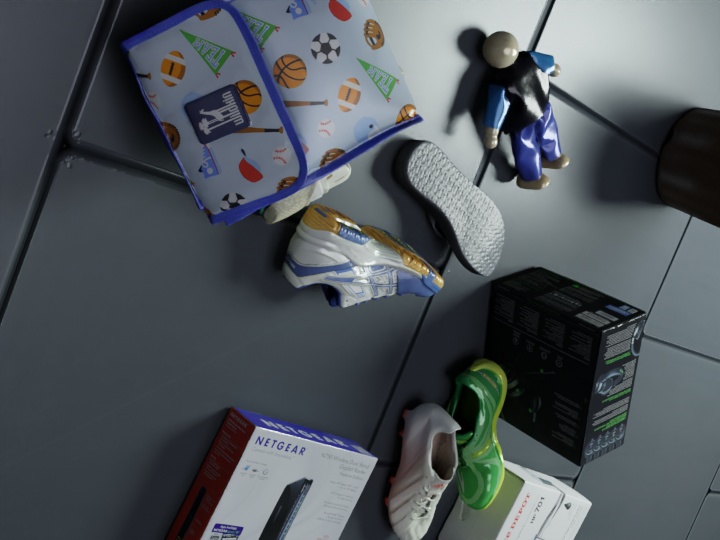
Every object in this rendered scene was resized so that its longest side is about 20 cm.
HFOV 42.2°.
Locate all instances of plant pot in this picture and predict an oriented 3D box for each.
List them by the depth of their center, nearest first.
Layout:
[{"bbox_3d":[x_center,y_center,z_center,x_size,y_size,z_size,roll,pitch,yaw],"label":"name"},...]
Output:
[{"bbox_3d":[0.538,-0.132,1.300,0.200,0.198,0.201,-19,121,-36],"label":"plant pot"}]

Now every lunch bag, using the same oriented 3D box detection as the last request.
[{"bbox_3d":[-0.074,-0.152,0.772,0.200,0.124,0.170,-29,105,-16],"label":"lunch bag"}]

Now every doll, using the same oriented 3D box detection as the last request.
[{"bbox_3d":[0.183,-0.183,1.063,0.136,0.048,0.200,-44,133,-19],"label":"doll"}]

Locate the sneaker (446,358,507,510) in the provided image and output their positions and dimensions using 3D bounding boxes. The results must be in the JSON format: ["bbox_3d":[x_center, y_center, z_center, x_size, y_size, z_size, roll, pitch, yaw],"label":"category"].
[{"bbox_3d":[0.137,0.212,1.191,0.083,0.074,0.201,-12,108,-41],"label":"sneaker"}]

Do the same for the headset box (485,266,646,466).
[{"bbox_3d":[0.249,0.123,1.174,0.093,0.174,0.201,-15,118,-36],"label":"headset box"}]

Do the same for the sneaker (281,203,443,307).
[{"bbox_3d":[0.000,0.000,0.979,0.200,0.075,0.088,22,105,-38],"label":"sneaker"}]

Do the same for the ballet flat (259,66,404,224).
[{"bbox_3d":[-0.023,-0.122,0.885,0.062,0.067,0.200,30,87,-1],"label":"ballet flat"}]

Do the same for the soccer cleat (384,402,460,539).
[{"bbox_3d":[0.079,0.260,1.154,0.069,0.077,0.201,-12,117,-38],"label":"soccer cleat"}]

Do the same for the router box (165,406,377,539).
[{"bbox_3d":[-0.096,0.256,1.015,0.200,0.049,0.180,25,92,-45],"label":"router box"}]

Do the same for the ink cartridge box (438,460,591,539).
[{"bbox_3d":[0.220,0.358,1.322,0.200,0.086,0.147,27,90,-47],"label":"ink cartridge box"}]

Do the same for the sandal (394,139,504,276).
[{"bbox_3d":[0.102,-0.073,1.054,0.076,0.043,0.200,-53,125,-19],"label":"sandal"}]
